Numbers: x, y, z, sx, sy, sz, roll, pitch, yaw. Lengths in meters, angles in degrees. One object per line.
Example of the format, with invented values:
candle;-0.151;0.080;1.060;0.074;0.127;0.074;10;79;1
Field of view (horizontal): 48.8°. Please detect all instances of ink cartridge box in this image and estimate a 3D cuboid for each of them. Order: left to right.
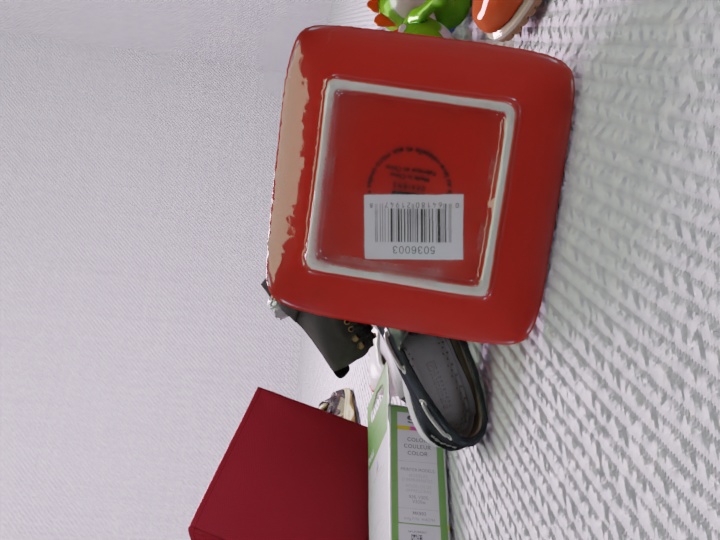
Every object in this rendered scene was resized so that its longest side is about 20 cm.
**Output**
ink cartridge box;0.044;0.201;0.780;0.104;0.058;0.202;106;168;-49

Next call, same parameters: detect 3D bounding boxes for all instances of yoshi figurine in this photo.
yoshi figurine;0.081;-0.240;0.800;0.112;0.111;0.202;-38;49;36

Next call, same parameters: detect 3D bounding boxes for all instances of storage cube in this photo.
storage cube;-0.068;0.272;0.893;0.172;0.178;0.201;97;-166;-53

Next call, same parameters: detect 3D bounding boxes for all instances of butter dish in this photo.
butter dish;0.044;-0.065;0.597;0.148;0.197;0.202;-42;-39;-78

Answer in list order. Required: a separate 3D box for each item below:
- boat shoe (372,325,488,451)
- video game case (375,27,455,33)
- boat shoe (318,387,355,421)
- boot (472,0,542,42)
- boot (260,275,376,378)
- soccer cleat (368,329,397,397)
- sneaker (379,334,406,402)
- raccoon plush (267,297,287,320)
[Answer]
boat shoe;0.051;0.048;0.650;0.202;0.075;0.060;64;161;2
video game case;0.003;-0.211;0.949;0.201;0.045;0.181;-56;22;-11
boat shoe;-0.046;0.248;1.383;0.200;0.064;0.074;-148;62;-82
boot;0.098;-0.261;0.579;0.201;0.106;0.076;103;168;-50
boot;-0.009;0.020;0.824;0.139;0.077;0.200;53;144;3
soccer cleat;0.033;0.057;0.976;0.078;0.068;0.202;114;155;-50
sneaker;0.045;0.047;0.793;0.201;0.073;0.080;-96;28;-54
raccoon plush;0.000;0.000;0.910;0.201;0.097;0.134;-51;22;-13
